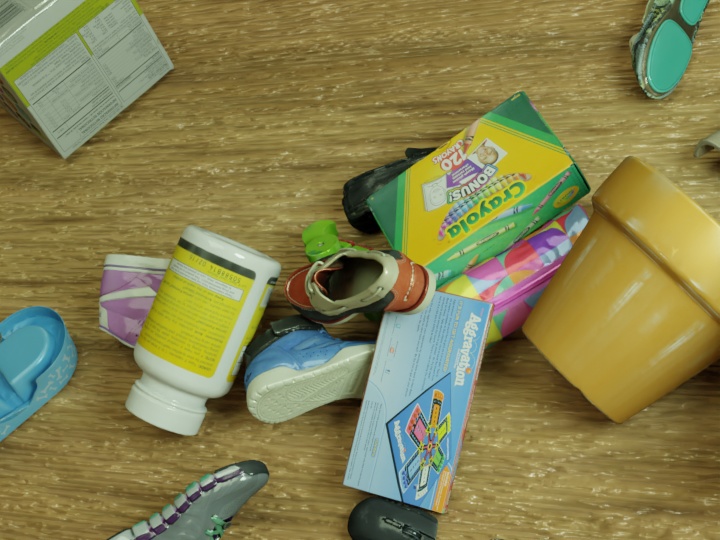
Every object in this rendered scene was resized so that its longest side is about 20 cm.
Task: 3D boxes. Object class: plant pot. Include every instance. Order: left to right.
[{"bbox_3d":[0.252,0.031,1.142,0.183,0.200,0.200,-47,49,7],"label":"plant pot"}]

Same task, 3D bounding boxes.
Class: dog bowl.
[{"bbox_3d":[-0.409,0.130,1.446,0.200,0.050,0.111,-41,50,-9],"label":"dog bowl"}]

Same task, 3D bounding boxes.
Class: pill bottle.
[{"bbox_3d":[-0.168,0.064,1.316,0.111,0.111,0.201,24,92,36],"label":"pill bottle"}]

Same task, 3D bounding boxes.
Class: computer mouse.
[{"bbox_3d":[0.071,0.250,1.148,0.199,0.034,0.059,12,60,30],"label":"computer mouse"}]

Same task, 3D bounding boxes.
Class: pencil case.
[{"bbox_3d":[0.155,0.016,1.253,0.200,0.088,0.088,-33,49,-1],"label":"pencil case"}]

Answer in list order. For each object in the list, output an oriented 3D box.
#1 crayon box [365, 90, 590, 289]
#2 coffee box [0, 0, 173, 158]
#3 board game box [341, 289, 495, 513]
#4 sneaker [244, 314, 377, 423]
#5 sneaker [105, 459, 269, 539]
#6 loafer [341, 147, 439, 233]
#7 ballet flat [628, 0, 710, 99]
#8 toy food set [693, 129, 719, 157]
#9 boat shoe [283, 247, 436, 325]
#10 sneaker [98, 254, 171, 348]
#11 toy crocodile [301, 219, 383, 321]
[{"bbox_3d":[0.118,-0.076,1.294,0.200,0.058,0.119,-35,51,8],"label":"crayon box"},{"bbox_3d":[-0.408,-0.309,1.676,0.200,0.198,0.199,-43,49,-13],"label":"coffee box"},{"bbox_3d":[0.055,0.117,1.197,0.102,0.019,0.201,13,87,18],"label":"board game box"},{"bbox_3d":[-0.022,0.083,1.287,0.199,0.077,0.111,-15,38,0],"label":"sneaker"},{"bbox_3d":[-0.161,0.266,1.231,0.200,0.074,0.088,-34,65,7],"label":"sneaker"},{"bbox_3d":[0.070,-0.109,1.395,0.200,0.068,0.071,-23,57,12],"label":"loafer"},{"bbox_3d":[0.336,-0.265,1.404,0.074,0.074,0.200,14,61,32],"label":"ballet flat"},{"bbox_3d":[0.445,-0.100,1.235,0.143,0.061,0.200,-30,49,-15],"label":"toy food set"},{"bbox_3d":[-0.015,0.012,1.212,0.200,0.062,0.072,-2,74,51],"label":"boat shoe"},{"bbox_3d":[-0.199,0.046,1.414,0.199,0.073,0.115,2,76,19],"label":"sneaker"},{"bbox_3d":[0.000,0.000,1.331,0.062,0.068,0.200,-38,34,-19],"label":"toy crocodile"}]
